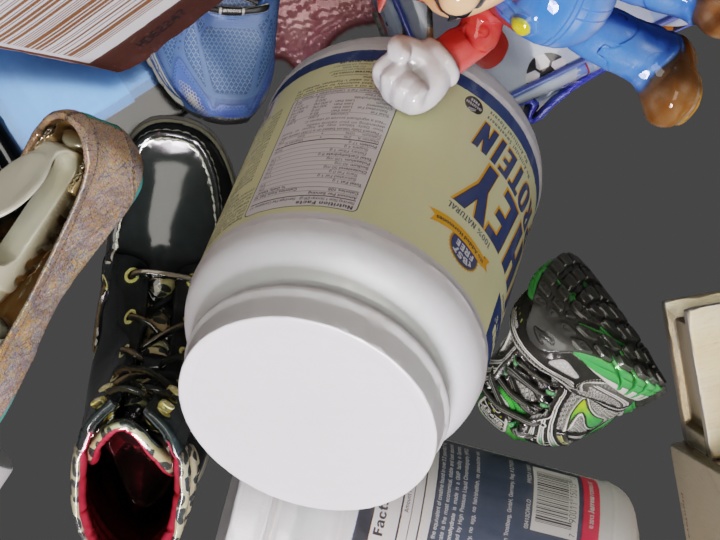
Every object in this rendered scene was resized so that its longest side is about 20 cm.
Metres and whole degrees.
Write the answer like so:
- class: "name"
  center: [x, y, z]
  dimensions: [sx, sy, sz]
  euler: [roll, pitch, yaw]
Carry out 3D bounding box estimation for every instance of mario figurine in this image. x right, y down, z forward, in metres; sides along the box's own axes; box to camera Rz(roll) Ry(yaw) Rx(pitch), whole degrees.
- class: "mario figurine"
  center: [0.079, -0.123, 1.173]
  dimensions: [0.199, 0.106, 0.124]
  euler: [17, 84, -19]

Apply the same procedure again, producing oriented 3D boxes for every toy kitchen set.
- class: "toy kitchen set"
  center: [0.260, 0.104, 1.280]
  dimensions: [0.179, 0.163, 0.201]
  euler: [-10, 94, -3]

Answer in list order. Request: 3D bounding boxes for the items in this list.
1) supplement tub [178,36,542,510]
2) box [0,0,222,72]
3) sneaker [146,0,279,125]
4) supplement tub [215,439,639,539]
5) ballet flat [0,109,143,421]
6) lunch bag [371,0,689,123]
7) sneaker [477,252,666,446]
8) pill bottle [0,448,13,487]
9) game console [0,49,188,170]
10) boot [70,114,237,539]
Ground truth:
- class: "supplement tub"
  center: [0.000, 0.000, 1.220]
  dimensions: [0.144, 0.200, 0.145]
  euler: [10, 134, 10]
- class: "box"
  center: [-0.138, -0.223, 1.184]
  dimensions: [0.164, 0.166, 0.201]
  euler: [-31, 70, 31]
- class: "sneaker"
  center: [-0.070, -0.173, 1.278]
  dimensions: [0.078, 0.089, 0.201]
  euler: [-3, 94, -18]
- class: "supplement tub"
  center: [0.028, 0.152, 1.280]
  dimensions: [0.199, 0.140, 0.141]
  euler: [15, 92, -4]
- class: "ballet flat"
  center: [-0.178, 0.007, 1.214]
  dimensions: [0.068, 0.067, 0.201]
  euler: [23, 77, 30]
- class: "lunch bag"
  center: [0.092, -0.167, 1.303]
  dimensions: [0.199, 0.076, 0.161]
  euler: [-25, 96, -3]
- class: "sneaker"
  center: [0.099, 0.053, 1.252]
  dimensions: [0.085, 0.200, 0.078]
  euler: [-35, 73, 1]
- class: "pill bottle"
  center: [-0.263, 0.156, 1.278]
  dimensions: [0.113, 0.113, 0.200]
  euler: [35, 91, -4]
- class: "game console"
  center: [-0.197, -0.125, 1.270]
  dimensions: [0.118, 0.171, 0.200]
  euler: [-32, 94, 25]
- class: "boot"
  center: [-0.098, 0.037, 1.248]
  dimensions: [0.073, 0.154, 0.205]
  euler: [5, 104, 0]
